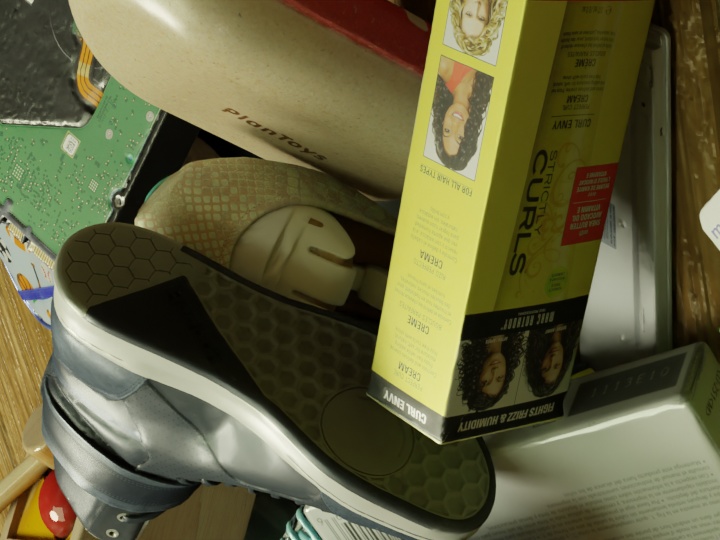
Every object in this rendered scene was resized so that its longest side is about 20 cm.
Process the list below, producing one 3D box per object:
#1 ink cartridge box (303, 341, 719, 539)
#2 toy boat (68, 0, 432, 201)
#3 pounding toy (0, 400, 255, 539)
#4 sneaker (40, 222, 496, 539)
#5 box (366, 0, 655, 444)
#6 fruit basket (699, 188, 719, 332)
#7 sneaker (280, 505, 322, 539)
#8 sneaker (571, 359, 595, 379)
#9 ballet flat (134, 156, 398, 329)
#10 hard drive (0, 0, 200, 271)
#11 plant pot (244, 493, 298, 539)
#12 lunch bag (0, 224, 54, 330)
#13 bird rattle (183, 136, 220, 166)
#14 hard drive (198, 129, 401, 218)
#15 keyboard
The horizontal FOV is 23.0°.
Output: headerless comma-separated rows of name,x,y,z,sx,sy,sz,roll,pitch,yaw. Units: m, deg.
ink cartridge box,0.100,0.133,0.768,0.199,0.044,0.174,-20,114,35
toy boat,-0.022,-0.121,0.756,0.199,0.132,0.130,25,165,-26
pounding toy,-0.168,0.128,1.107,0.141,0.186,0.200,22,165,-24
sneaker,-0.047,0.078,0.757,0.201,0.077,0.147,30,138,6
box,0.058,-0.039,0.669,0.050,0.075,0.202,29,116,44
fruit basket,0.208,-0.004,0.525,0.186,0.093,0.200,52,136,17
sneaker,-0.008,0.159,1.014,0.078,0.086,0.201,46,149,25
sneaker,0.052,0.085,0.861,0.199,0.074,0.083,12,132,61
ballet flat,0.000,0.000,0.774,0.062,0.198,0.068,41,112,60
hard drive,-0.134,-0.107,0.893,0.139,0.038,0.201,38,111,27
plant pot,-0.087,0.261,1.192,0.200,0.133,0.202,40,145,36
lunch bag,-0.188,-0.031,1.167,0.199,0.075,0.161,-4,114,61
bird rattle,-0.109,-0.021,0.963,0.162,0.112,0.202,0,97,47
hard drive,-0.035,-0.060,0.909,0.200,0.042,0.135,50,150,21
keyboard,0.109,-0.018,0.741,0.056,0.011,0.202,39,145,46
